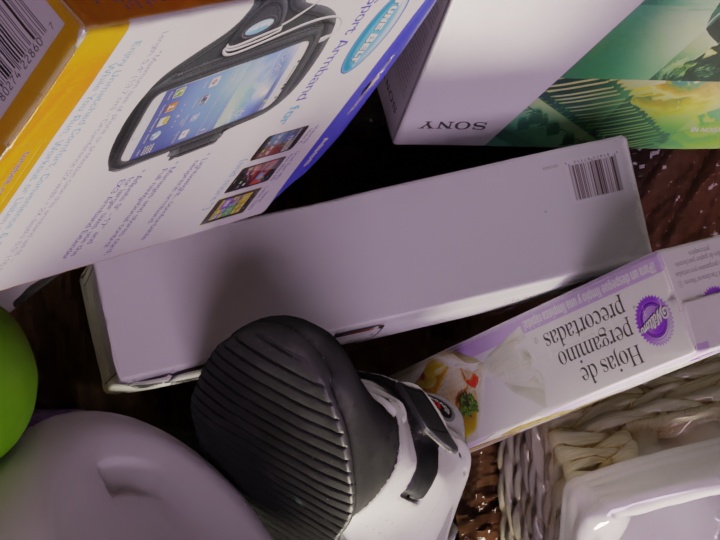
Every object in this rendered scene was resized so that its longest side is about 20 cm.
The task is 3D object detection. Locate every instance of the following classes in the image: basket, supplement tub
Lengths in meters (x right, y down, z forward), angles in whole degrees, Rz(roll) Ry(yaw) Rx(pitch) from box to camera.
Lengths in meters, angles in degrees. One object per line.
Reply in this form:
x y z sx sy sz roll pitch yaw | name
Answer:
0.134 0.116 0.998 0.135 0.124 0.201 -11 131 -10 | basket
-0.128 0.157 0.823 0.200 0.146 0.145 -37 130 26 | supplement tub

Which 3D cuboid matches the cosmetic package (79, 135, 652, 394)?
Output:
0.000 0.000 0.876 0.199 0.083 0.051 -13 88 -11 | cosmetic package

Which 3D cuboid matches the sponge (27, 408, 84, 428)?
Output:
-0.174 0.143 0.980 0.111 0.030 0.201 -2 129 -17 | sponge

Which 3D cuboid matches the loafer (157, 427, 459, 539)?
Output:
-0.041 0.102 0.966 0.199 0.074 0.071 17 152 -40 | loafer

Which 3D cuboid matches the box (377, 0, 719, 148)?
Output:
0.099 -0.117 0.823 0.143 0.037 0.200 -1 145 -18 | box

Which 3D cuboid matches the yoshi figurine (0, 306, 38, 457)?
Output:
-0.178 0.049 0.731 0.200 0.112 0.113 -36 120 -30 | yoshi figurine

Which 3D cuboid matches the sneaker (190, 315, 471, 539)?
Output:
-0.003 0.063 0.860 0.089 0.074 0.201 -47 153 -23 | sneaker

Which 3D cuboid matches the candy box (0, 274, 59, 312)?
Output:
-0.121 -0.070 0.803 0.199 0.061 0.136 -36 131 13 | candy box

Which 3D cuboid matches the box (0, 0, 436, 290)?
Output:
-0.056 -0.055 0.712 0.119 0.042 0.200 -50 164 32 | box

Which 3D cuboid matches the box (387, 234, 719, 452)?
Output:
0.066 0.037 0.897 0.041 0.039 0.200 -14 171 -40 | box
